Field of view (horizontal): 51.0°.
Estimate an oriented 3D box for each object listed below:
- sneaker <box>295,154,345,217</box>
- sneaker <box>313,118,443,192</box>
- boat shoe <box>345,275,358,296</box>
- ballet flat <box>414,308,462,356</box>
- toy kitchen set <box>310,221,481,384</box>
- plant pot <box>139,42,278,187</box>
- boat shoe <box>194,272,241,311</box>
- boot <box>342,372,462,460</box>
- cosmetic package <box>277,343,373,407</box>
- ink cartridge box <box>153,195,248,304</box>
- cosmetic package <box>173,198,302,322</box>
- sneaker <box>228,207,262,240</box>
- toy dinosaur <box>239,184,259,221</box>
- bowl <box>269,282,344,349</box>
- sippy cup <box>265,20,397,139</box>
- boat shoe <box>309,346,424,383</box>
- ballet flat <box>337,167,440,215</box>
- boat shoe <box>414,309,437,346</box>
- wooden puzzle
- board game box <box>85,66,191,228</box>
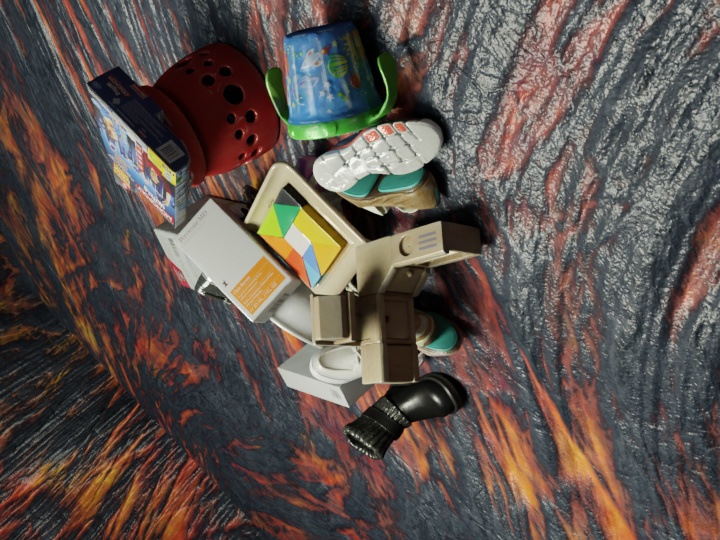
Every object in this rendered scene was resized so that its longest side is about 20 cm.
[{"bbox_3d":[-0.077,-0.109,1.242,0.088,0.080,0.201,43,145,29],"label":"sneaker"},{"bbox_3d":[0.025,-0.174,1.031,0.199,0.082,0.077,-12,123,32],"label":"sneaker"},{"bbox_3d":[0.000,0.000,1.251,0.200,0.068,0.075,11,131,49],"label":"boat shoe"},{"bbox_3d":[0.099,0.099,1.240,0.200,0.068,0.067,28,162,45],"label":"ballet flat"},{"bbox_3d":[0.049,0.048,1.027,0.180,0.163,0.201,-16,74,47],"label":"toy kitchen set"},{"bbox_3d":[-0.263,-0.245,1.244,0.200,0.182,0.201,35,149,26],"label":"plant pot"},{"bbox_3d":[-0.223,0.046,1.425,0.200,0.057,0.069,29,-163,-38],"label":"boat shoe"},{"bbox_3d":[0.073,0.263,1.341,0.080,0.158,0.211,56,150,-7],"label":"boot"},{"bbox_3d":[-0.038,0.172,1.406,0.200,0.151,0.052,7,130,52],"label":"cosmetic package"},{"bbox_3d":[-0.285,-0.045,1.519,0.200,0.144,0.146,16,134,46],"label":"ink cartridge box"},{"bbox_3d":[-0.206,-0.016,1.274,0.200,0.101,0.071,43,-176,11],"label":"cosmetic package"},{"bbox_3d":[-0.193,-0.032,1.395,0.200,0.078,0.090,32,-164,-37],"label":"sneaker"},{"bbox_3d":[-0.143,-0.090,1.357,0.199,0.102,0.136,25,164,14],"label":"toy dinosaur"},{"bbox_3d":[-0.092,0.054,1.375,0.201,0.091,0.201,31,-169,-7],"label":"bowl"},{"bbox_3d":[-0.042,-0.253,0.991,0.140,0.177,0.131,-92,-9,-68],"label":"sippy cup"},{"bbox_3d":[0.014,0.147,1.282,0.066,0.199,0.072,99,169,-61],"label":"boat shoe"},{"bbox_3d":[0.040,-0.113,1.096,0.199,0.068,0.072,5,146,47],"label":"ballet flat"},{"bbox_3d":[0.026,0.072,1.208,0.199,0.072,0.076,2,160,40],"label":"boat shoe"},{"bbox_3d":[-0.089,-0.053,1.195,0.200,0.037,0.185,41,141,3],"label":"wooden puzzle"},{"bbox_3d":[-0.328,-0.172,1.167,0.200,0.062,0.200,45,152,11],"label":"board game box"}]
